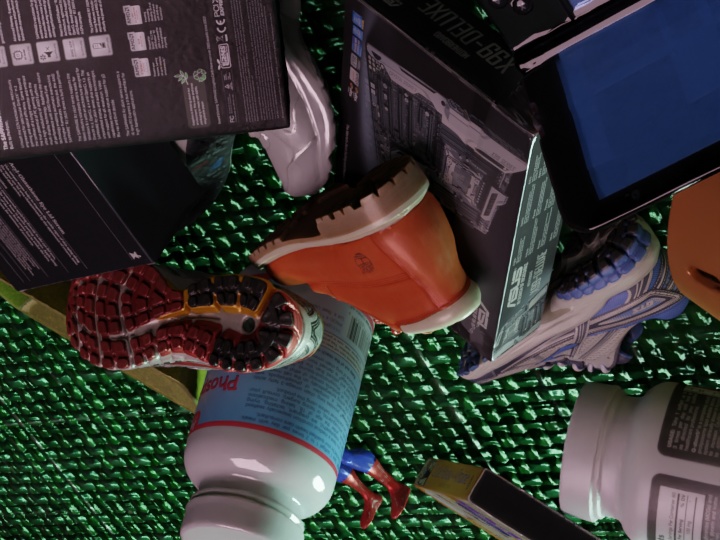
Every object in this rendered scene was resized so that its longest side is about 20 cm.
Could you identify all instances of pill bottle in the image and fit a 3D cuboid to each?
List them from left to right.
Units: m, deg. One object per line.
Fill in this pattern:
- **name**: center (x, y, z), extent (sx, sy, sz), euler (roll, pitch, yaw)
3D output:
- **pill bottle**: center (-0.061, 0.103, 1.150), extent (0.107, 0.202, 0.109), euler (11, 151, 6)
- **pill bottle**: center (0.243, 0.140, 1.110), extent (0.198, 0.116, 0.117), euler (11, 138, 20)

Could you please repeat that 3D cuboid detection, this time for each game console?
- **game console**: center (0.148, -0.149, 0.812), extent (0.198, 0.119, 0.173), euler (-27, 119, 24)

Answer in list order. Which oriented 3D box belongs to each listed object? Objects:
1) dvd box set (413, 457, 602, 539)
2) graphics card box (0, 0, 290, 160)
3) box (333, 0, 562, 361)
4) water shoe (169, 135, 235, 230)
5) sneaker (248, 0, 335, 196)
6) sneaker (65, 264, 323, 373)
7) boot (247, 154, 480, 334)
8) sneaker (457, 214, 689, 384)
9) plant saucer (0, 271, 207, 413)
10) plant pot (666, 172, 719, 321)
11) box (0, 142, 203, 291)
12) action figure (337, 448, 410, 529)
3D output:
- **dvd box set**: center (0.123, 0.191, 1.219), extent (0.145, 0.030, 0.200), euler (32, 172, -4)
- **graphics card box**: center (-0.142, -0.135, 0.925), extent (0.197, 0.051, 0.127), euler (-7, 116, 1)
- **box**: center (0.054, -0.064, 1.000), extent (0.158, 0.050, 0.201), euler (42, 148, 27)
- **water shoe**: center (-0.132, -0.094, 1.125), extent (0.079, 0.071, 0.201), euler (51, 144, 14)
- **sneaker**: center (-0.076, -0.128, 1.007), extent (0.098, 0.078, 0.202), euler (-20, 122, -5)
- **sneaker**: center (-0.115, 0.036, 1.095), extent (0.198, 0.079, 0.082), euler (10, 178, 28)
- **boot**: center (0.000, 0.000, 1.025), extent (0.108, 0.075, 0.199), euler (54, 156, -13)
- **sneaker**: center (0.142, 0.040, 1.094), extent (0.085, 0.078, 0.200), euler (36, 141, -17)
- **plant saucer**: center (-0.194, 0.036, 1.241), extent (0.198, 0.048, 0.200), euler (29, 169, 8)
- **plant pot**: center (0.257, -0.030, 0.876), extent (0.139, 0.200, 0.202), euler (22, 143, 32)
- **box**: center (-0.217, -0.092, 1.049), extent (0.140, 0.079, 0.201), euler (-8, 127, 40)
- **action figure**: center (-0.055, 0.151, 1.310), extent (0.200, 0.099, 0.065), euler (45, 137, -17)
